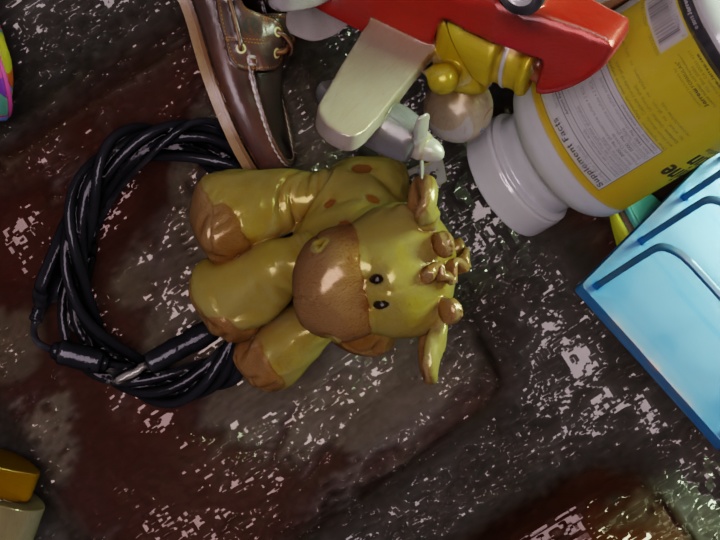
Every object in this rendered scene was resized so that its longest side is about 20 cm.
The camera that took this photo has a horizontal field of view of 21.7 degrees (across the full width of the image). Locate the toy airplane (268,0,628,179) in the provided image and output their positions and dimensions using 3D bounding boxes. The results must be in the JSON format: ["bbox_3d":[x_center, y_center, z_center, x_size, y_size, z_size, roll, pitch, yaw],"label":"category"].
[{"bbox_3d":[0.042,-0.142,1.157,0.199,0.199,0.142,-19,125,-13],"label":"toy airplane"}]

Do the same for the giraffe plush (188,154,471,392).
[{"bbox_3d":[0.000,0.000,1.203,0.200,0.162,0.173,-36,116,-7],"label":"giraffe plush"}]

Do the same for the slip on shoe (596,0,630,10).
[{"bbox_3d":[0.174,-0.191,1.228,0.200,0.076,0.061,-32,65,29],"label":"slip on shoe"}]

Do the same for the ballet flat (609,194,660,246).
[{"bbox_3d":[0.225,0.031,1.263,0.200,0.067,0.067,43,125,-1],"label":"ballet flat"}]

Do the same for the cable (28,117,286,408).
[{"bbox_3d":[-0.131,-0.007,1.289,0.162,0.051,0.201,25,95,2],"label":"cable"}]

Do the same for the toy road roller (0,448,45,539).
[{"bbox_3d":[-0.334,0.161,1.299,0.199,0.146,0.124,18,96,-35],"label":"toy road roller"}]

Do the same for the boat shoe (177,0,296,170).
[{"bbox_3d":[-0.080,-0.161,1.263,0.070,0.070,0.201,-21,92,10],"label":"boat shoe"}]

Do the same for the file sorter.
[{"bbox_3d":[0.267,-0.014,1.183,0.200,0.123,0.139,-43,91,-24],"label":"file sorter"}]

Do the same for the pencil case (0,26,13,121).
[{"bbox_3d":[-0.334,-0.126,1.262,0.199,0.088,0.089,-9,94,-9],"label":"pencil case"}]

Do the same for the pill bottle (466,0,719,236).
[{"bbox_3d":[0.169,-0.104,1.195,0.200,0.112,0.112,-32,91,29],"label":"pill bottle"}]
